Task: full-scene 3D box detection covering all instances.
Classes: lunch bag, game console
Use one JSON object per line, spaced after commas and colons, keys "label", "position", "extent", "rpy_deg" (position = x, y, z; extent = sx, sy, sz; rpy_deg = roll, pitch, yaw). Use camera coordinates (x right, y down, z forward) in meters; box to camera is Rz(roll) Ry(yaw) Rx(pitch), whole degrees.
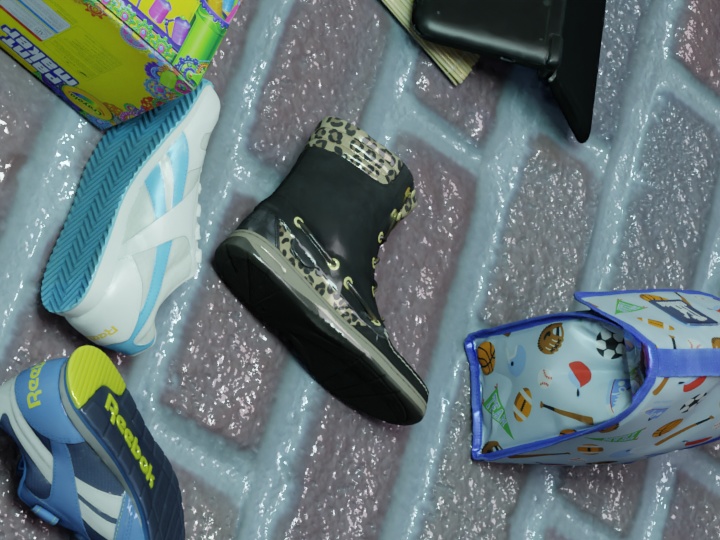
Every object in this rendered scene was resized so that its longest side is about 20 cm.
{"label": "lunch bag", "position": [0.203, 0.078, 1.749], "extent": [0.169, 0.199, 0.125], "rpy_deg": [1, 79, -38]}
{"label": "game console", "position": [0.125, -0.227, 1.859], "extent": [0.174, 0.117, 0.201], "rpy_deg": [13, 62, -7]}

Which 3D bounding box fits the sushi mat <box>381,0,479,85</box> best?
{"label": "sushi mat", "position": [0.034, -0.244, 1.805], "extent": [0.200, 0.012, 0.096], "rpy_deg": [46, 53, -23]}

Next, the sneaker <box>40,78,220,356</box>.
{"label": "sneaker", "position": [-0.143, -0.039, 1.579], "extent": [0.081, 0.076, 0.201], "rpy_deg": [41, 63, -35]}

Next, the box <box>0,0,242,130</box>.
{"label": "box", "position": [-0.174, -0.239, 1.560], "extent": [0.200, 0.122, 0.194], "rpy_deg": [41, 57, -25]}

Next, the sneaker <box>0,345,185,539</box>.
{"label": "sneaker", "position": [-0.173, 0.137, 1.515], "extent": [0.074, 0.082, 0.201], "rpy_deg": [-76, 148, -56]}

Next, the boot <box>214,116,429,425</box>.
{"label": "boot", "position": [0.000, 0.000, 1.686], "extent": [0.200, 0.073, 0.151], "rpy_deg": [43, 56, -18]}
